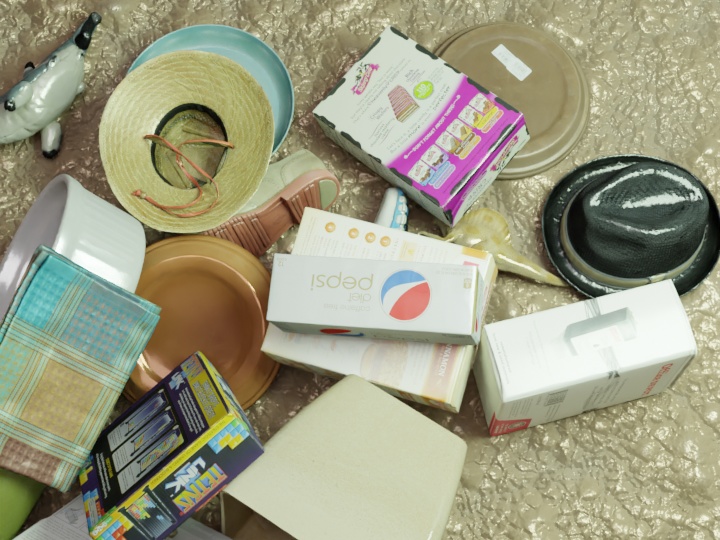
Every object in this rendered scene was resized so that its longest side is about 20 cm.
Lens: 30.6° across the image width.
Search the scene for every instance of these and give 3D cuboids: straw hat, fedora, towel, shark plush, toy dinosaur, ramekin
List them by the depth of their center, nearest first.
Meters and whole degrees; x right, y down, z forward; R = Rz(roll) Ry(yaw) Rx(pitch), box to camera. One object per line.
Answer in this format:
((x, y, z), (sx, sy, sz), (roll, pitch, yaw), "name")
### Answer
((-0.284, 0.095, 1.229), (0.022, 0.146, 0.201), (17, 79, 52), "towel")
((-0.300, 0.013, 1.333), (0.097, 0.200, 0.202), (26, 69, -24), "ramekin")
((0.297, -0.059, 1.406), (0.199, 0.092, 0.202), (1, 68, -2), "fedora")
((-0.182, -0.126, 1.413), (0.199, 0.085, 0.203), (-1, 76, 3), "straw hat")
((0.132, -0.017, 1.415), (0.199, 0.058, 0.101), (33, 72, 11), "toy dinosaur")
((-0.363, -0.224, 1.489), (0.083, 0.091, 0.201), (14, 73, 37), "shark plush")

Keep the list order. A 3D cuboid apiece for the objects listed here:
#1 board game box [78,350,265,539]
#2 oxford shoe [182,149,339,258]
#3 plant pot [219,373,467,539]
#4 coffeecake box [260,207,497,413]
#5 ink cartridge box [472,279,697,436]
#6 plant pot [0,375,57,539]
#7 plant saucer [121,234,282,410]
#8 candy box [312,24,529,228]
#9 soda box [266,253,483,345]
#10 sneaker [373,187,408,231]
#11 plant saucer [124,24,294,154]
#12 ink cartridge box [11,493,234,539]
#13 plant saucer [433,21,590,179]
((-0.185, 0.173, 1.242), (0.165, 0.200, 0.057), (-39, 110, -3), "board game box")
((-0.122, -0.063, 1.437), (0.199, 0.071, 0.074), (-28, 51, -10), "oxford shoe")
((-0.003, 0.224, 1.267), (0.199, 0.200, 0.177), (31, 64, 11), "plant pot")
((0.021, 0.040, 1.319), (0.198, 0.073, 0.155), (15, 80, 15), "coffeecake box")
((0.222, 0.090, 1.329), (0.198, 0.146, 0.085), (-12, 70, -5), "ink cartridge box")
((-0.381, 0.190, 1.292), (0.186, 0.187, 0.202), (14, 83, 5), "plant pot")
((-0.174, 0.062, 1.366), (0.198, 0.037, 0.202), (0, 89, -1), "plant saucer")
((0.065, -0.159, 1.436), (0.200, 0.061, 0.137), (39, 82, 25), "candy box")
((0.015, 0.028, 1.252), (0.198, 0.064, 0.069), (4, 78, 11), "soda box")
((0.000, 0.000, 1.404), (0.086, 0.075, 0.202), (10, 70, 10), "sneaker")
((-0.174, -0.185, 1.492), (0.198, 0.027, 0.202), (0, 70, 0), "plant saucer")
((-0.237, 0.289, 1.259), (0.199, 0.044, 0.173), (19, 33, 31), "ink cartridge box")
((0.164, -0.200, 1.496), (0.198, 0.030, 0.202), (0, 70, 1), "plant saucer")
